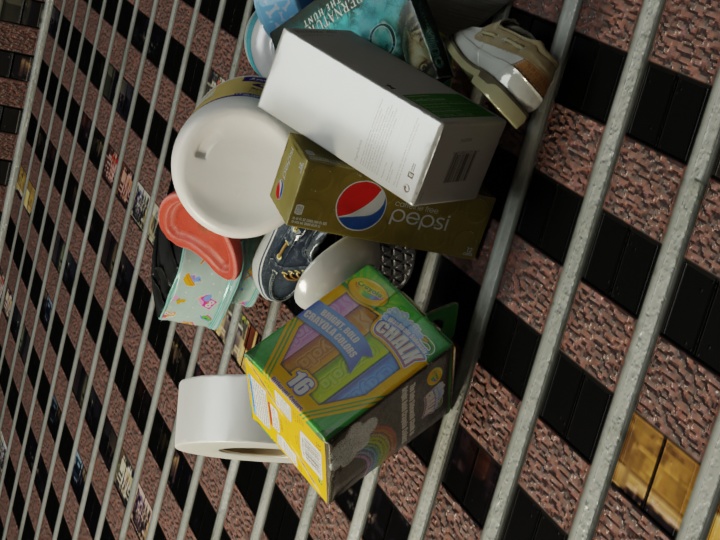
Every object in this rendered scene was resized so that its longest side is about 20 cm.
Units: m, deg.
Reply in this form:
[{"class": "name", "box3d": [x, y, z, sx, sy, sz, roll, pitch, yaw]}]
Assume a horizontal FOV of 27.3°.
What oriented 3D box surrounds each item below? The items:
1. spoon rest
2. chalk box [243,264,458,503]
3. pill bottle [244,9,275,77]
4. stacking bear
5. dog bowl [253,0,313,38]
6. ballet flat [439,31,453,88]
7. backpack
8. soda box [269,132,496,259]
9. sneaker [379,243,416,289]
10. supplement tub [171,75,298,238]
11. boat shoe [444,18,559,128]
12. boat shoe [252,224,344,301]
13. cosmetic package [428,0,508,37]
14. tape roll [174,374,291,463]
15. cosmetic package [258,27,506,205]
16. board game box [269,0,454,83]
[{"class": "spoon rest", "box3d": [-0.016, 0.025, 1.451, 0.061, 0.099, 0.201, 48, 166, 28]}, {"class": "chalk box", "box3d": [0.007, 0.091, 1.374, 0.124, 0.199, 0.125, 43, 155, 26]}, {"class": "pill bottle", "box3d": [-0.076, -0.263, 1.714, 0.200, 0.109, 0.112, -124, 46, -77]}, {"class": "stacking bear", "box3d": [-0.131, -0.108, 1.759, 0.200, 0.121, 0.114, -47, -19, -30]}, {"class": "dog bowl", "box3d": [-0.030, -0.266, 1.584, 0.049, 0.200, 0.113, -9, 54, 40]}, {"class": "ballet flat", "box3d": [0.057, -0.140, 1.472, 0.067, 0.066, 0.203, 26, 114, 61]}, {"class": "backpack", "box3d": [-0.189, -0.027, 1.873, 0.176, 0.152, 0.201, 121, 163, -45]}, {"class": "soda box", "box3d": [0.022, -0.068, 1.380, 0.068, 0.198, 0.064, -70, 27, 21]}, {"class": "sneaker", "box3d": [0.000, 0.000, 1.553, 0.201, 0.071, 0.083, 119, 154, -45]}, {"class": "supplement tub", "box3d": [-0.119, -0.127, 1.575, 0.200, 0.144, 0.147, -87, 13, -73]}, {"class": "boat shoe", "box3d": [0.132, -0.189, 1.347, 0.068, 0.075, 0.200, -44, 25, 9]}, {"class": "boat shoe", "box3d": [-0.070, -0.012, 1.719, 0.091, 0.070, 0.201, 58, 146, 32]}, {"class": "cosmetic package", "box3d": [0.066, -0.281, 1.496, 0.200, 0.089, 0.108, 147, 128, -62]}, {"class": "tape roll", "box3d": [-0.096, 0.159, 1.565, 0.202, 0.200, 0.072, -22, 63, 62]}, {"class": "cosmetic package", "box3d": [0.017, -0.141, 1.340, 0.199, 0.107, 0.086, 35, 116, 29]}, {"class": "board game box", "box3d": [-0.002, -0.212, 1.443, 0.199, 0.028, 0.137, -27, 81, 47]}]
